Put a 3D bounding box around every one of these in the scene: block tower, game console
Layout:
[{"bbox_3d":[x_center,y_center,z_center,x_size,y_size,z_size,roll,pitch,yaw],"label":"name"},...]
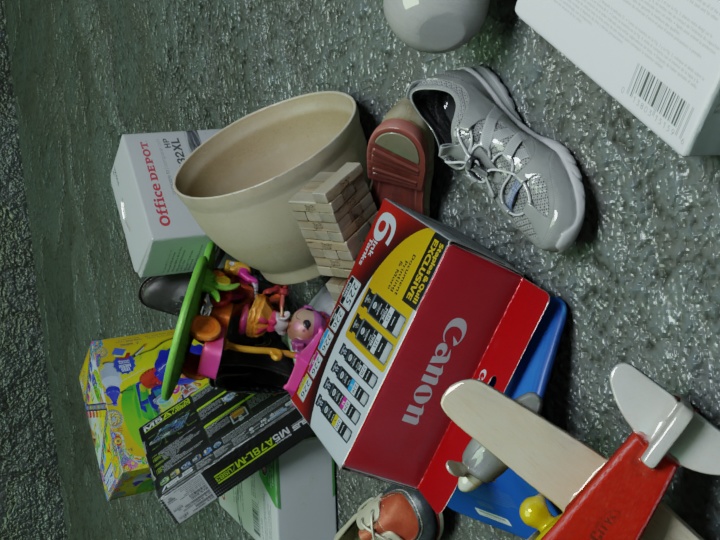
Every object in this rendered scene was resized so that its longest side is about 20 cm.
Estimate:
[{"bbox_3d":[0.000,0.000,0.930,0.057,0.054,0.202,6,129,41],"label":"block tower"},{"bbox_3d":[0.120,0.123,0.862,0.172,0.118,0.199,56,158,-17],"label":"game console"}]

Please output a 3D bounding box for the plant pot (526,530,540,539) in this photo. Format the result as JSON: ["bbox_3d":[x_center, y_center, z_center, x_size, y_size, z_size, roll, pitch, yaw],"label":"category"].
[{"bbox_3d":[0.132,0.316,0.737,0.141,0.199,0.202,34,131,22],"label":"plant pot"}]

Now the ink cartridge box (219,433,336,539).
[{"bbox_3d":[-0.110,0.251,1.258,0.199,0.082,0.149,18,113,59],"label":"ink cartridge box"}]

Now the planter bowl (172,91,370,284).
[{"bbox_3d":[-0.071,-0.073,1.024,0.200,0.199,0.136,29,149,57],"label":"planter bowl"}]

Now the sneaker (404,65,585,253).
[{"bbox_3d":[0.099,-0.083,0.783,0.201,0.081,0.075,57,143,39],"label":"sneaker"}]

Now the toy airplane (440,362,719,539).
[{"bbox_3d":[0.157,0.162,0.663,0.141,0.196,0.203,78,-175,-71],"label":"toy airplane"}]

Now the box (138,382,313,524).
[{"bbox_3d":[-0.158,0.184,1.186,0.048,0.199,0.193,60,171,-20],"label":"box"}]

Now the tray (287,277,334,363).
[{"bbox_3d":[-0.041,0.076,1.151,0.200,0.022,0.109,-49,53,55],"label":"tray"}]

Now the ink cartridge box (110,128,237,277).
[{"bbox_3d":[-0.174,-0.084,1.173,0.084,0.197,0.147,-55,49,52],"label":"ink cartridge box"}]

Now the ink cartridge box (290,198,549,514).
[{"bbox_3d":[0.042,0.066,0.830,0.202,0.083,0.175,-65,28,7],"label":"ink cartridge box"}]

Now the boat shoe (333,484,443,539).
[{"bbox_3d":[0.024,0.258,1.009,0.072,0.062,0.200,66,153,17],"label":"boat shoe"}]

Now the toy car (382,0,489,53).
[{"bbox_3d":[0.037,-0.278,0.754,0.201,0.148,0.177,124,147,-51],"label":"toy car"}]

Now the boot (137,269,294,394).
[{"bbox_3d":[-0.164,0.070,1.161,0.175,0.197,0.070,-98,19,-57],"label":"boot"}]

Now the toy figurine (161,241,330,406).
[{"bbox_3d":[-0.095,0.067,1.058,0.201,0.181,0.152,-82,9,-55],"label":"toy figurine"}]

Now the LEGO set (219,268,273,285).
[{"bbox_3d":[-0.173,-0.001,1.330,0.200,0.115,0.155,129,157,-49],"label":"LEGO set"}]

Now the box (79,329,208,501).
[{"bbox_3d":[-0.275,0.198,1.434,0.122,0.198,0.195,-52,52,52],"label":"box"}]

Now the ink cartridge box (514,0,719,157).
[{"bbox_3d":[0.187,-0.198,0.632,0.201,0.043,0.175,56,141,42],"label":"ink cartridge box"}]

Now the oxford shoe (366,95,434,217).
[{"bbox_3d":[0.040,-0.073,0.937,0.201,0.070,0.075,101,-169,-49],"label":"oxford shoe"}]
